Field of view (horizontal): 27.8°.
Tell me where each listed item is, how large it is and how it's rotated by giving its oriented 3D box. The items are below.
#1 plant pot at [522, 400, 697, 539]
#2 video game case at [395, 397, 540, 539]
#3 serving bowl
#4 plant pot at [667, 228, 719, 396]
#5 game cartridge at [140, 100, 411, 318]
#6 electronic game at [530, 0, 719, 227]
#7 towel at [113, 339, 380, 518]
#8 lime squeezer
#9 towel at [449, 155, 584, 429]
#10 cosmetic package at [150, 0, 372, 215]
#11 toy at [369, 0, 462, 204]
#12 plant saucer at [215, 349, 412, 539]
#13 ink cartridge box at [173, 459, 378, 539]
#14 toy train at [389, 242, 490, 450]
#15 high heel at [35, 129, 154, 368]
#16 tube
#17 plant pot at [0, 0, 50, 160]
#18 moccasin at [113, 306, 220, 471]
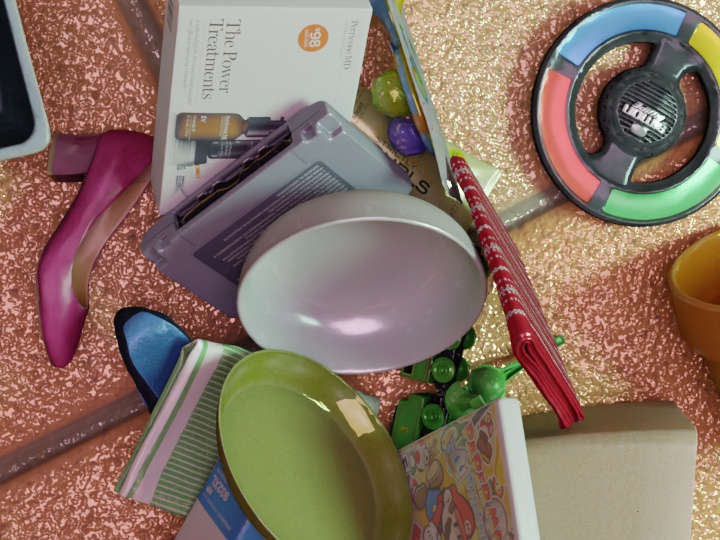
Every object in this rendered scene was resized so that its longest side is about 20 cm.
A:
[{"bbox_3d":[0.175,0.214,1.215,0.176,0.200,0.201,3,92,6],"label":"plant pot"},{"bbox_3d":[0.083,0.219,1.132,0.023,0.182,0.201,3,69,-26],"label":"video game case"},{"bbox_3d":[0.000,0.000,1.168,0.199,0.201,0.066,2,51,-7],"label":"serving bowl"},{"bbox_3d":[0.376,0.070,1.235,0.199,0.200,0.184,-18,111,-6],"label":"plant pot"},{"bbox_3d":[-0.064,-0.043,1.185,0.200,0.041,0.133,-35,132,18],"label":"game cartridge"},{"bbox_3d":[0.246,-0.138,1.271,0.199,0.042,0.201,0,93,-7],"label":"electronic game"},{"bbox_3d":[-0.089,0.148,1.209,0.199,0.023,0.153,24,93,-34],"label":"towel"},{"bbox_3d":[0.109,0.093,1.222,0.038,0.200,0.071,46,118,11],"label":"lime squeezer"},{"bbox_3d":[0.123,0.018,1.170,0.022,0.201,0.145,-25,139,10],"label":"towel"},{"bbox_3d":[-0.082,-0.135,1.150,0.150,0.052,0.201,-4,133,-17],"label":"cosmetic package"},{"bbox_3d":[0.032,-0.152,1.194,0.047,0.115,0.201,-15,83,11],"label":"toy"},{"bbox_3d":[-0.041,0.156,1.141,0.200,0.200,0.031,47,121,-7],"label":"plant saucer"},{"bbox_3d":[-0.090,0.270,1.192,0.145,0.084,0.201,25,98,-37],"label":"ink cartridge box"},{"bbox_3d":[0.065,0.072,1.254,0.056,0.042,0.201,13,94,30],"label":"toy train"},{"bbox_3d":[-0.214,-0.018,1.204,0.096,0.067,0.201,3,89,3],"label":"high heel"},{"bbox_3d":[0.025,-0.110,1.243,0.200,0.052,0.058,35,119,-11],"label":"tube"},{"bbox_3d":[-0.348,-0.163,1.116,0.195,0.200,0.197,-14,94,-7],"label":"plant pot"},{"bbox_3d":[-0.141,0.105,1.219,0.080,0.068,0.201,-31,120,-18],"label":"moccasin"}]
